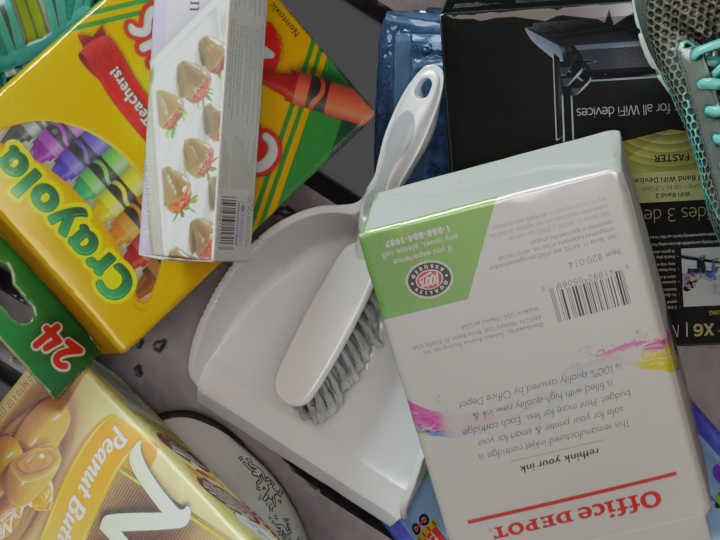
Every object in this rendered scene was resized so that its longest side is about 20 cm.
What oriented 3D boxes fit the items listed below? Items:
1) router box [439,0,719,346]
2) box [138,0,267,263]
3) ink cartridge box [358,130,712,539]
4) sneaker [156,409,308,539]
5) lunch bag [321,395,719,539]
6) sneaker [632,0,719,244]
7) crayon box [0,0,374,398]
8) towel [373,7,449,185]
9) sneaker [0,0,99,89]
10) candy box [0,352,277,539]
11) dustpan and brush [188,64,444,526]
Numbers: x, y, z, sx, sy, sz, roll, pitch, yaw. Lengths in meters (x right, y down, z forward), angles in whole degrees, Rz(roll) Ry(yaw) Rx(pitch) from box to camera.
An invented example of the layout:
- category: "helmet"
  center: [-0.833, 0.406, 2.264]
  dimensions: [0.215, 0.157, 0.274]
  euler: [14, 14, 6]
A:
- category: "router box"
  center: [0.139, -0.048, 0.941]
  dimensions: [0.198, 0.052, 0.159]
  euler: [-2, 106, 7]
- category: "box"
  center: [-0.066, -0.104, 0.924]
  dimensions: [0.038, 0.041, 0.202]
  euler: [5, 93, 22]
- category: "ink cartridge box"
  center: [0.083, 0.054, 0.916]
  dimensions: [0.116, 0.067, 0.202]
  euler: [-14, 105, 10]
- category: "sneaker"
  center: [-0.048, 0.158, 0.991]
  dimensions: [0.067, 0.108, 0.203]
  euler: [-29, 90, 1]
- category: "lunch bag"
  center: [0.087, 0.094, 1.007]
  dimensions: [0.150, 0.094, 0.200]
  euler: [-40, 79, 3]
- category: "sneaker"
  center: [0.167, -0.055, 0.860]
  dimensions: [0.077, 0.091, 0.201]
  euler: [-22, 103, 11]
- category: "crayon box"
  center: [-0.106, -0.052, 0.972]
  dimensions: [0.200, 0.051, 0.127]
  euler: [-45, 101, -14]
- category: "towel"
  center: [0.106, -0.065, 0.998]
  dimensions: [0.198, 0.049, 0.113]
  euler: [4, 116, 4]
- category: "sneaker"
  center: [-0.160, -0.118, 1.008]
  dimensions: [0.079, 0.078, 0.201]
  euler: [35, 91, -9]
- category: "candy box"
  center: [-0.112, 0.134, 0.964]
  dimensions: [0.116, 0.055, 0.200]
  euler: [-51, 50, 2]
- category: "dustpan and brush"
  center: [0.000, 0.000, 0.982]
  dimensions: [0.139, 0.057, 0.201]
  euler: [29, 96, 26]
